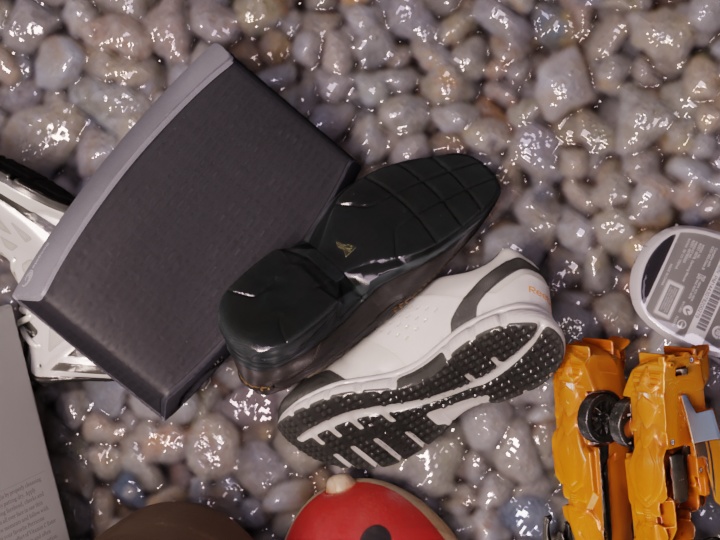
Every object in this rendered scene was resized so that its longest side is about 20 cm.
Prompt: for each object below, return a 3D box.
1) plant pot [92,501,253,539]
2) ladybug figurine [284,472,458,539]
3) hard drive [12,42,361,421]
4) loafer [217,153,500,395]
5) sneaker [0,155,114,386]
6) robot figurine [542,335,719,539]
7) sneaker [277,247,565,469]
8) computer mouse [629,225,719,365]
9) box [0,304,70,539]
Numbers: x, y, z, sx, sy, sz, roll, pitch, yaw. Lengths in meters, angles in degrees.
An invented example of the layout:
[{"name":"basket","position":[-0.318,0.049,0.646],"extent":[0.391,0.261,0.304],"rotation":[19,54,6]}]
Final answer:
[{"name":"plant pot","position":[-0.125,0.226,1.120],"extent":[0.198,0.175,0.202],"rotation":[4,115,9]},{"name":"ladybug figurine","position":[0.011,0.223,1.155],"extent":[0.135,0.072,0.202],"rotation":[-21,87,13]},{"name":"hard drive","position":[-0.100,-0.025,1.142],"extent":[0.135,0.042,0.201],"rotation":[40,80,-9]},{"name":"loafer","position":[0.000,0.000,1.136],"extent":[0.199,0.073,0.073],"rotation":[-32,60,-19]},{"name":"sneaker","position":[-0.212,0.004,1.196],"extent":[0.199,0.076,0.116],"rotation":[30,96,8]},{"name":"robot figurine","position":[0.165,0.142,1.102],"extent":[0.144,0.058,0.202],"rotation":[5,103,56]},{"name":"sneaker","position":[0.036,0.056,1.155],"extent":[0.199,0.080,0.074],"rotation":[-25,130,23]},{"name":"computer mouse","position":[0.252,0.035,1.109],"extent":[0.199,0.044,0.110],"rotation":[27,87,11]},{"name":"box","position":[-0.266,0.136,1.177],"extent":[0.123,0.097,0.202],"rotation":[-11,96,31]}]
